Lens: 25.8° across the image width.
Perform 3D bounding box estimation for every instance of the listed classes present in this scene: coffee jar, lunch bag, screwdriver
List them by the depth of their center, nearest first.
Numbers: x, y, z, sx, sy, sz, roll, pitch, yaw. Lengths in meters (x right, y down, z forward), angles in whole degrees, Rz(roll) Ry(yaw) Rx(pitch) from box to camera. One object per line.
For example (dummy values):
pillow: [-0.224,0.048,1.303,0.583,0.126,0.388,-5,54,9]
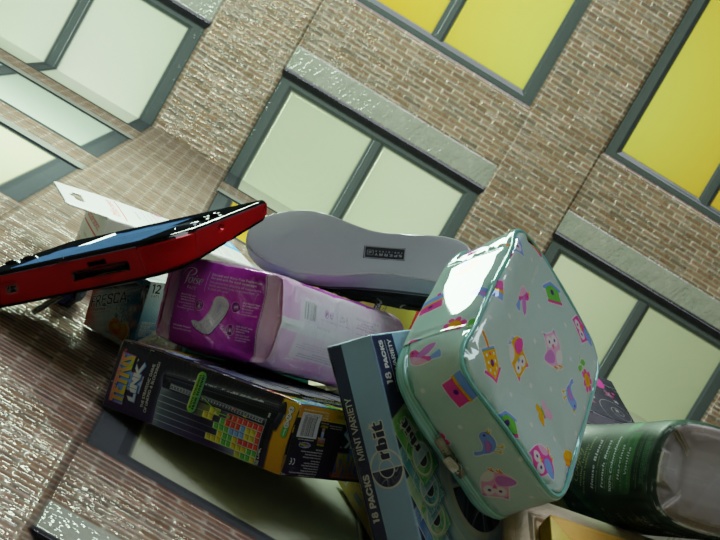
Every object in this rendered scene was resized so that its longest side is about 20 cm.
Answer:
lunch bag: [0.108,0.081,1.174,0.161,0.076,0.201,57,34,-20]
coffee jar: [0.225,0.167,1.256,0.103,0.086,0.200,17,-13,-20]
screwdriver: [-0.259,0.023,1.319,0.029,0.028,0.200,0,6,4]

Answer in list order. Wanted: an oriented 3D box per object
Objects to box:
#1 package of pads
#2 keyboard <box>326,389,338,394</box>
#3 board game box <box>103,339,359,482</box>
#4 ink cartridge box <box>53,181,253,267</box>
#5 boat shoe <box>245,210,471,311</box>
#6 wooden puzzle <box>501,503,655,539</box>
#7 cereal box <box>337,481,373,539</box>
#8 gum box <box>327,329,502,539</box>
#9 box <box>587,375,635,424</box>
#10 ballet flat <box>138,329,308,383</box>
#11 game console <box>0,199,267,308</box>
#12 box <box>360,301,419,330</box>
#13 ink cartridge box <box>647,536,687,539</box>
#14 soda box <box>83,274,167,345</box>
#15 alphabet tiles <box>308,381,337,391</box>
package of pads: [-0.060,0.047,1.281,0.119,0.077,0.199,10,-6,32]
keyboard: [-0.024,0.122,1.553,0.056,0.011,0.200,-5,-4,21]
board game box: [-0.072,0.111,1.203,0.164,0.057,0.199,16,-2,29]
ink cartridge box: [-0.218,-0.017,1.570,0.198,0.069,0.115,20,7,-21]
boat shoe: [0.000,0.000,1.328,0.197,0.069,0.057,9,-39,8]
wooden puzzle: [0.188,0.253,1.145,0.183,0.037,0.201,21,36,-17]
cereal box: [0.083,0.223,1.306,0.199,0.040,0.144,28,7,-22]
gum box: [0.064,0.129,1.198,0.044,0.172,0.199,-17,-8,32]
box: [0.137,0.135,1.403,0.198,0.115,0.132,26,19,-20]
ballet flat: [-0.120,0.083,1.359,0.072,0.072,0.199,35,5,36]
game console: [-0.191,-0.018,1.257,0.198,0.031,0.177,-10,12,23]
box: [0.024,0.054,1.461,0.075,0.051,0.200,19,-16,32]
ink cartridge box: [0.294,0.255,1.588,0.199,0.146,0.083,34,6,26]
soda box: [-0.148,0.036,1.403,0.068,0.064,0.199,23,10,36]
alphabet tiles: [-0.080,0.080,1.534,0.194,0.015,0.199,22,11,42]
